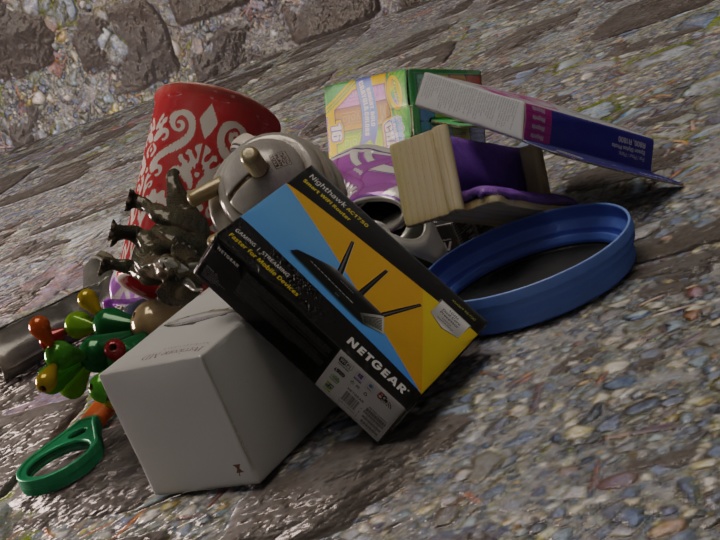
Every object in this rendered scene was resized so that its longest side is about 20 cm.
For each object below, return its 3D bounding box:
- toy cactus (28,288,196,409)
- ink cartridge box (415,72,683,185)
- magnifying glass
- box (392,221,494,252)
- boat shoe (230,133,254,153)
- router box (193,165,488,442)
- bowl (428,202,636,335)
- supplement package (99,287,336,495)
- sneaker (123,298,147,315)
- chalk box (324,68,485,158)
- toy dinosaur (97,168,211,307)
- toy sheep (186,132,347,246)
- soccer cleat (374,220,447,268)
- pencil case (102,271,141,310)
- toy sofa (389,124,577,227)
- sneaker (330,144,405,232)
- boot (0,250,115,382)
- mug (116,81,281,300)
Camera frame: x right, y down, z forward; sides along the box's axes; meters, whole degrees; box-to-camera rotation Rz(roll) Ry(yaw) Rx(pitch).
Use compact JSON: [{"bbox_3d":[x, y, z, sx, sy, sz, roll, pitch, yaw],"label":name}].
[{"bbox_3d":[-0.223,0.057,1.403,0.164,0.103,0.200,-26,11,-10],"label":"toy cactus"},{"bbox_3d":[0.187,-0.139,1.496,0.196,0.044,0.199,8,11,-42],"label":"ink cartridge box"},{"bbox_3d":[-0.259,0.154,1.442,0.079,0.023,0.200,-17,18,18],"label":"magnifying glass"},{"bbox_3d":[0.082,-0.058,1.639,0.159,0.045,0.200,-10,20,35],"label":"box"},{"bbox_3d":[-0.095,-0.026,1.499,0.093,0.201,0.075,-36,21,-23],"label":"boat shoe"},{"bbox_3d":[-0.013,0.022,1.232,0.149,0.200,0.051,-41,-9,-50],"label":"router box"},{"bbox_3d":[0.149,-0.001,1.367,0.199,0.040,0.201,-20,16,6],"label":"bowl"},{"bbox_3d":[-0.096,0.082,1.276,0.116,0.118,0.200,-11,19,35],"label":"supplement package"},{"bbox_3d":[-0.193,0.075,1.519,0.082,0.070,0.200,-26,24,7],"label":"sneaker"},{"bbox_3d":[0.067,-0.172,1.820,0.124,0.125,0.199,-4,-1,-42],"label":"chalk box"},{"bbox_3d":[-0.178,-0.025,1.419,0.102,0.077,0.200,19,25,-3],"label":"toy dinosaur"},{"bbox_3d":[-0.077,-0.059,1.381,0.137,0.139,0.200,-21,-19,4],"label":"toy sheep"},{"bbox_3d":[0.000,0.000,1.430,0.199,0.086,0.068,-20,10,-35],"label":"soccer cleat"},{"bbox_3d":[-0.186,0.016,1.671,0.199,0.084,0.085,-10,10,34],"label":"pencil case"},{"bbox_3d":[0.122,-0.087,1.465,0.097,0.083,0.200,-17,-10,32],"label":"toy sofa"},{"bbox_3d":[-0.002,-0.079,1.610,0.114,0.073,0.200,-37,21,-34],"label":"sneaker"},{"bbox_3d":[-0.362,0.057,1.831,0.199,0.073,0.182,-34,17,-17],"label":"boot"},{"bbox_3d":[-0.161,-0.062,1.571,0.133,0.201,0.178,6,-19,20],"label":"mug"}]
